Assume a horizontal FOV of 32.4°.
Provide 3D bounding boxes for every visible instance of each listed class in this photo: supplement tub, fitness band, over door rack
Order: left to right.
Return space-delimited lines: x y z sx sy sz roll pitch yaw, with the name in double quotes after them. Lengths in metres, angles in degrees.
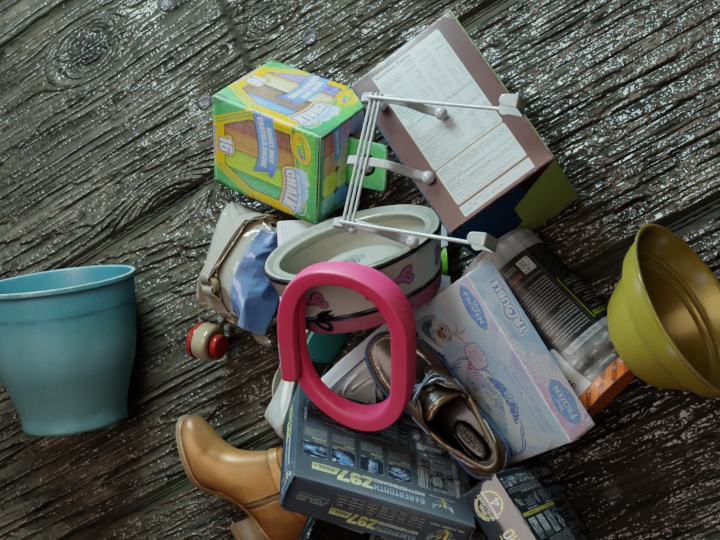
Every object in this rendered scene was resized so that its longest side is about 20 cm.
-0.013 0.077 1.254 0.143 0.037 0.201 13 127 18 "fitness band"
0.072 -0.096 1.221 0.199 0.066 0.149 9 85 41 "over door rack"
0.206 0.061 1.354 0.123 0.122 0.200 -47 69 12 "supplement tub"

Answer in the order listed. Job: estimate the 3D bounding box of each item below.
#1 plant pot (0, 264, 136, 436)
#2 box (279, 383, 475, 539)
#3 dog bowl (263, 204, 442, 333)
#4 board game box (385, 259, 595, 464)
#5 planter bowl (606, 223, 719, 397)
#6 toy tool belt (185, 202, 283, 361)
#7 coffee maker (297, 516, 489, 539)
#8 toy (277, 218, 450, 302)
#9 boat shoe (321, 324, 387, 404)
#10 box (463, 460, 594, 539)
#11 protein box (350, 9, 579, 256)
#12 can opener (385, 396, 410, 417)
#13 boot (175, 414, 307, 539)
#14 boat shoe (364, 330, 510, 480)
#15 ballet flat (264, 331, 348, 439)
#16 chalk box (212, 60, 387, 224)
-0.370 0.102 1.566 0.199 0.200 0.189 -4 99 22 "plant pot"
0.017 0.209 1.308 0.199 0.158 0.051 17 118 -11 "box"
0.000 0.000 1.345 0.199 0.200 0.074 -8 112 22 "dog bowl"
0.133 0.112 1.340 0.201 0.043 0.199 58 150 4 "board game box"
0.314 0.059 1.282 0.083 0.200 0.201 -34 73 32 "planter bowl"
-0.131 0.026 1.499 0.122 0.125 0.201 17 89 29 "toy tool belt"
0.025 0.329 1.372 0.199 0.135 0.193 25 97 4 "coffee maker"
0.005 -0.002 1.459 0.199 0.047 0.116 -3 77 2 "toy"
0.002 0.131 1.450 0.200 0.074 0.065 -43 77 2 "boat shoe"
0.195 0.283 1.297 0.049 0.200 0.162 -38 73 15 "box"
0.118 -0.139 1.362 0.135 0.198 0.201 -35 73 9 "protein box"
0.047 0.170 1.417 0.078 0.063 0.201 -10 114 -16 "can opener"
-0.118 0.232 1.485 0.154 0.074 0.200 -32 95 29 "boot"
0.082 0.135 1.306 0.200 0.072 0.072 42 86 12 "boat shoe"
-0.069 0.106 1.503 0.069 0.069 0.201 22 95 23 "ballet flat"
-0.060 -0.145 1.458 0.199 0.124 0.125 23 130 25 "chalk box"
